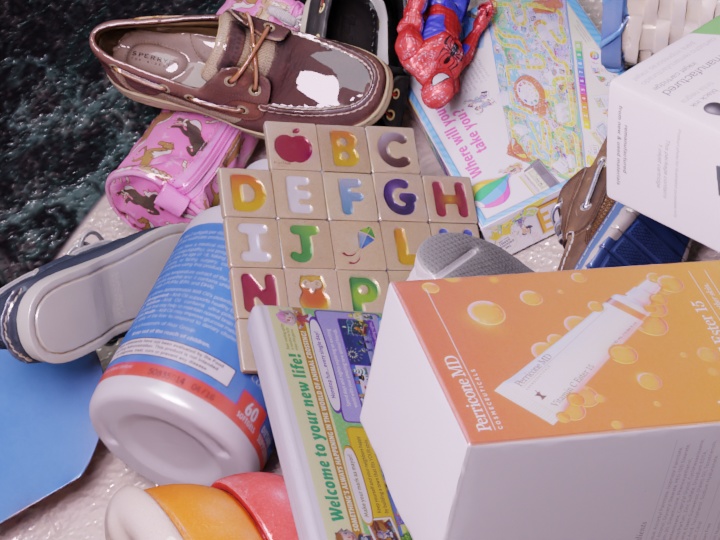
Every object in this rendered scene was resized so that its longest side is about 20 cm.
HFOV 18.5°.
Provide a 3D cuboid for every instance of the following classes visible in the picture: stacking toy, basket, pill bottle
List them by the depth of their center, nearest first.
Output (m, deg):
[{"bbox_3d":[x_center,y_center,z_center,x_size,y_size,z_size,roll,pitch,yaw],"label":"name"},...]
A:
[{"bbox_3d":[-0.030,0.153,1.232,0.199,0.147,0.146,-24,42,-20],"label":"stacking toy"},{"bbox_3d":[-0.076,0.030,1.358,0.112,0.112,0.200,7,54,29],"label":"pill bottle"},{"bbox_3d":[0.178,-0.204,1.422,0.199,0.140,0.176,6,22,16],"label":"basket"}]

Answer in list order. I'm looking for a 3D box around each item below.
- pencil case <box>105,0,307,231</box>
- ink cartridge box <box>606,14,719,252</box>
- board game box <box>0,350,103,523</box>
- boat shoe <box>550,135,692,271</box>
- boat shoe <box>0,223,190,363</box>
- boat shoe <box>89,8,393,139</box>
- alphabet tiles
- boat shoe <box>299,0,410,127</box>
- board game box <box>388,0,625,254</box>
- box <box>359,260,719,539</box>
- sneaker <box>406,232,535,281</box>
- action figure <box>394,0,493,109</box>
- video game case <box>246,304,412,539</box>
[{"bbox_3d":[-0.097,-0.107,1.517,0.083,0.087,0.200,21,60,17],"label":"pencil case"},{"bbox_3d":[0.258,-0.064,1.226,0.146,0.085,0.200,-32,44,-33],"label":"ink cartridge box"},{"bbox_3d":[-0.247,0.114,1.414,0.200,0.039,0.158,-31,51,-2],"label":"board game box"},{"bbox_3d":[0.157,-0.028,1.336,0.072,0.072,0.200,14,66,49],"label":"boat shoe"},{"bbox_3d":[-0.158,0.014,1.395,0.062,0.075,0.200,5,20,37],"label":"boat shoe"},{"bbox_3d":[-0.080,-0.131,1.423,0.199,0.072,0.072,13,80,16],"label":"boat shoe"},{"bbox_3d":[0.000,0.000,1.334,0.166,0.006,0.201,1,64,-20],"label":"alphabet tiles"},{"bbox_3d":[-0.006,-0.118,1.466,0.073,0.063,0.202,13,61,-22],"label":"boat shoe"},{"bbox_3d":[0.109,-0.106,1.458,0.134,0.034,0.200,-25,44,0],"label":"board game box"},{"bbox_3d":[0.117,0.073,1.114,0.199,0.098,0.125,-4,40,-19],"label":"box"},{"bbox_3d":[0.110,0.047,1.255,0.200,0.080,0.071,22,34,-10],"label":"sneaker"},{"bbox_3d":[0.056,-0.179,1.479,0.052,0.065,0.201,-21,41,29],"label":"action figure"},{"bbox_3d":[0.040,0.098,1.241,0.181,0.022,0.200,4,41,-20],"label":"video game case"}]
